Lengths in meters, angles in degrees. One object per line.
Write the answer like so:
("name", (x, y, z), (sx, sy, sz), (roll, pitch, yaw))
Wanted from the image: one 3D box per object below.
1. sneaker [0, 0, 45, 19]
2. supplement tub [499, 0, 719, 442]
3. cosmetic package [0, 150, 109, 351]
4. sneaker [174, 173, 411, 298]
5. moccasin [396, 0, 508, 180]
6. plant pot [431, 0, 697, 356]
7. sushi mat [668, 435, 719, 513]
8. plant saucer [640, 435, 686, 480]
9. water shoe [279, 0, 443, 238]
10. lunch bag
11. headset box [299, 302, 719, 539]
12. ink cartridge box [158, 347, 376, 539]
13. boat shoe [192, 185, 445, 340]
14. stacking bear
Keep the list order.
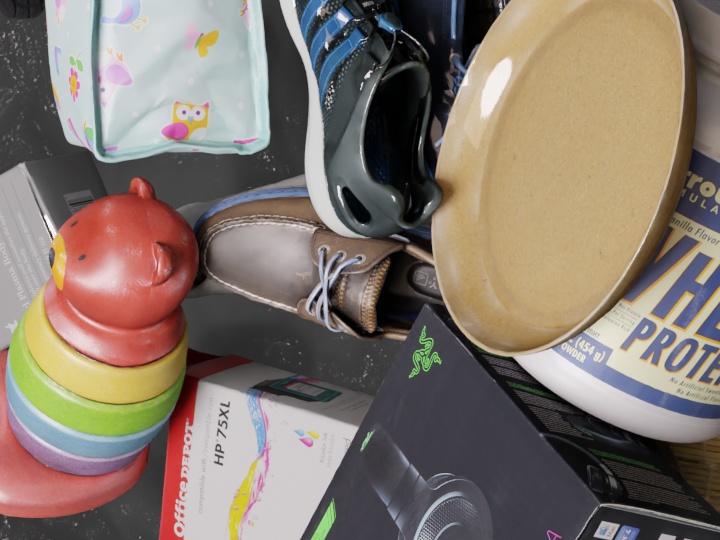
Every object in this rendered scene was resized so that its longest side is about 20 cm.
("sneaker", (-0.206, -0.265, 0.959), (0.081, 0.074, 0.201), (39, 111, 20))
("supplement tub", (0.168, -0.030, 0.769), (0.144, 0.145, 0.201), (31, 111, 18))
("cosmetic package", (-0.256, 0.007, 1.020), (0.199, 0.090, 0.107), (-26, 89, 24))
("sneaker", (-0.058, -0.018, 0.921), (0.199, 0.080, 0.077), (-15, 90, 26))
("moccasin", (0.063, -0.116, 0.842), (0.068, 0.080, 0.202), (-13, 94, 35))
("plant pot", (0.098, -0.055, 0.726), (0.200, 0.027, 0.202), (-37, 45, 50))
("sushi mat", (0.122, 0.101, 0.888), (0.199, 0.012, 0.097), (6, 102, 26))
("plant saucer", (0.103, 0.164, 0.822), (0.200, 0.029, 0.202), (-30, 52, 49))
("water shoe", (0.009, -0.119, 0.806), (0.079, 0.071, 0.202), (-2, 97, 50))
("lunch bag", (-0.120, -0.170, 0.866), (0.121, 0.170, 0.202), (-5, 99, -18))
("headset box", (0.065, 0.138, 0.778), (0.175, 0.092, 0.200), (-62, 33, 17))
("ink cartridge box", (-0.058, 0.126, 0.945), (0.199, 0.067, 0.117), (13, 104, 29))
("boat shoe", (0.000, 0.000, 0.854), (0.198, 0.072, 0.073), (7, 111, -2))
("stacking bear", (-0.152, 0.038, 0.880), (0.122, 0.113, 0.201), (-104, 30, -42))
